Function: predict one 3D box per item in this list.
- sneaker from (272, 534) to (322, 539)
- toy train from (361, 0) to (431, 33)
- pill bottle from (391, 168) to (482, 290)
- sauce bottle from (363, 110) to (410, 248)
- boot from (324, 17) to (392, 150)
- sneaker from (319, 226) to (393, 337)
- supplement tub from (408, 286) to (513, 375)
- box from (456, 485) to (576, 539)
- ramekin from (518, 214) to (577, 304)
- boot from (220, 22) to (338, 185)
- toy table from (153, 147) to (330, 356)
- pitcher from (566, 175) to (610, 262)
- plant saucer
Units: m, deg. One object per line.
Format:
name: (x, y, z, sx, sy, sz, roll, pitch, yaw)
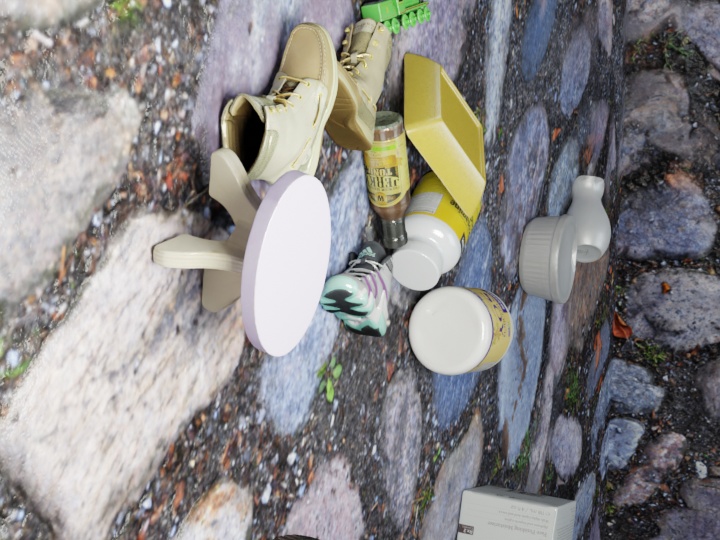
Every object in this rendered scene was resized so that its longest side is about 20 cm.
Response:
sneaker: (-0.101, 0.410, 1.480, 0.199, 0.075, 0.117, 5, 97, -57)
toy train: (0.053, -0.376, 1.675, 0.200, 0.041, 0.057, -40, 122, -59)
pill bottle: (0.115, -0.065, 1.810, 0.201, 0.111, 0.113, -62, 149, -42)
sauce bottle: (0.041, -0.128, 1.676, 0.065, 0.064, 0.202, -53, 141, -51)
boot: (-0.012, -0.264, 1.497, 0.200, 0.072, 0.157, 50, 51, -63)
sneaker: (0.000, 0.000, 1.610, 0.200, 0.077, 0.141, 61, 39, -69)
supplement tub: (0.177, 0.101, 1.963, 0.200, 0.144, 0.147, 4, 92, -68)
box: (0.318, 0.521, 2.348, 0.200, 0.197, 0.132, 17, 80, -67)
ramekin: (0.420, -0.028, 2.587, 0.202, 0.093, 0.205, 6, 90, -67)
boot: (-0.093, -0.194, 1.321, 0.154, 0.071, 0.202, 1, 100, -67)
toy table: (-0.115, -0.021, 1.217, 0.183, 0.116, 0.202, -13, 121, -57)
pitcher: (0.565, -0.111, 2.915, 0.172, 0.120, 0.202, 90, 6, -57)
plant saucer: (0.136, -0.215, 1.754, 0.200, 0.048, 0.201, 49, 29, -35)
